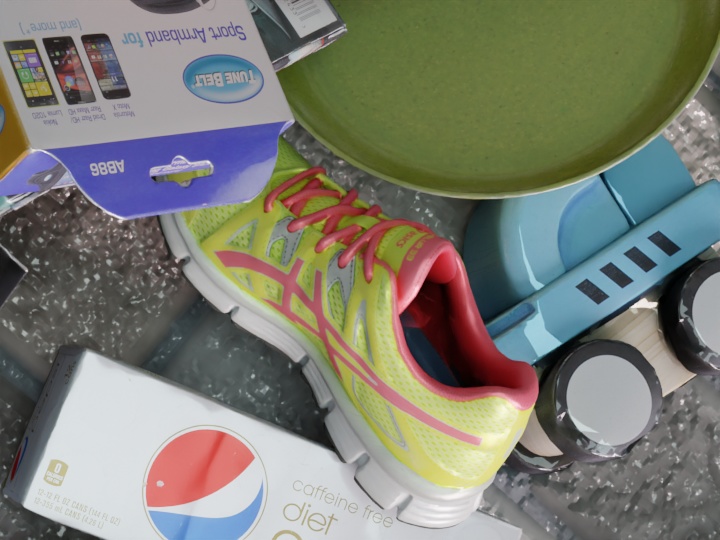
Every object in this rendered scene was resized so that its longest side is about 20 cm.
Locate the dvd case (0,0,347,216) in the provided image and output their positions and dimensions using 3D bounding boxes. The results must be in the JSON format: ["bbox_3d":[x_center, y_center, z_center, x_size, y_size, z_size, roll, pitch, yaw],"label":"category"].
[{"bbox_3d":[-0.104,-0.114,0.778,0.146,0.022,0.200,56,43,0],"label":"dvd case"}]

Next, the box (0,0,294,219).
[{"bbox_3d":[-0.101,-0.106,0.732,0.119,0.041,0.201,-10,75,-45],"label":"box"}]

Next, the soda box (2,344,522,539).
[{"bbox_3d":[-0.040,0.098,0.871,0.199,0.064,0.068,24,83,-16],"label":"soda box"}]

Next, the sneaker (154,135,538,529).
[{"bbox_3d":[0.000,0.000,0.845,0.200,0.090,0.078,49,44,7],"label":"sneaker"}]

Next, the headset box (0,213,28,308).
[{"bbox_3d":[-0.215,-0.037,0.768,0.199,0.149,0.075,28,48,-15],"label":"headset box"}]

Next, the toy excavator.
[{"bbox_3d":[0.099,-0.041,0.903,0.194,0.100,0.201,-33,90,-15],"label":"toy excavator"}]

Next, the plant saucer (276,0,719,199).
[{"bbox_3d":[0.052,-0.116,0.878,0.199,0.031,0.201,-1,69,4],"label":"plant saucer"}]
